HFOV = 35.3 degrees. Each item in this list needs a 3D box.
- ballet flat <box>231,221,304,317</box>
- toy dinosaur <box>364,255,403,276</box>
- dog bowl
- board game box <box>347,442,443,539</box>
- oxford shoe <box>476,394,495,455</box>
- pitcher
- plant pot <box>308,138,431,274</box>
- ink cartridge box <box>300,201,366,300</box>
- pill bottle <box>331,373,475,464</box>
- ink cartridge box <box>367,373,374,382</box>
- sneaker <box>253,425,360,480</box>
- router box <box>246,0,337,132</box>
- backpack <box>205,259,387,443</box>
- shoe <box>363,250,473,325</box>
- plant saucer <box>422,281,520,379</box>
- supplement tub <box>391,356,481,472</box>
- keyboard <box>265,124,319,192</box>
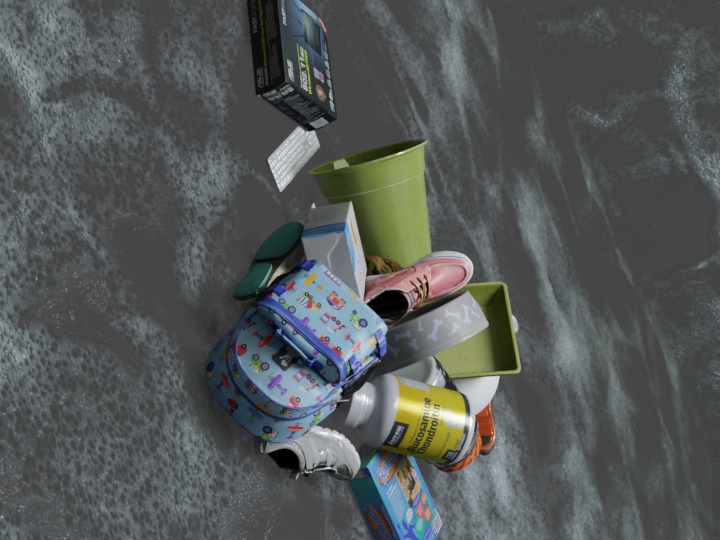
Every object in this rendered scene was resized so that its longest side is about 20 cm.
[{"bbox_3d":[-0.125,0.007,1.593,0.200,0.067,0.062,-57,137,-48],"label":"ballet flat"},{"bbox_3d":[0.000,0.000,1.757,0.060,0.106,0.200,-36,100,-54],"label":"toy dinosaur"},{"bbox_3d":[0.091,0.090,1.672,0.059,0.200,0.200,67,25,-1],"label":"dog bowl"},{"bbox_3d":[0.055,0.354,1.752,0.200,0.045,0.152,67,26,-12],"label":"board game box"},{"bbox_3d":[0.223,0.255,2.158,0.073,0.071,0.201,68,21,-61],"label":"oxford shoe"},{"bbox_3d":[0.177,0.156,2.054,0.121,0.171,0.200,81,30,-55],"label":"pitcher"},{"bbox_3d":[0.036,-0.096,1.837,0.200,0.200,0.190,-37,114,-64],"label":"plant pot"},{"bbox_3d":[-0.035,-0.028,1.647,0.200,0.068,0.115,-84,162,-72],"label":"ink cartridge box"},{"bbox_3d":[0.062,0.218,1.697,0.200,0.112,0.112,16,53,-20],"label":"pill bottle"},{"bbox_3d":[-0.013,0.074,1.792,0.200,0.048,0.146,54,27,-4],"label":"ink cartridge box"},{"bbox_3d":[-0.080,0.249,1.526,0.200,0.075,0.082,35,49,-37],"label":"sneaker"},{"bbox_3d":[-0.110,-0.345,1.822,0.150,0.062,0.201,28,48,-53],"label":"router box"},{"bbox_3d":[-0.089,0.109,1.438,0.183,0.135,0.200,46,54,7],"label":"backpack"},{"bbox_3d":[0.078,0.031,1.671,0.091,0.200,0.072,-116,-168,-69],"label":"shoe"},{"bbox_3d":[0.168,0.116,1.980,0.048,0.199,0.200,87,0,-51],"label":"plant saucer"},{"bbox_3d":[0.116,0.236,1.861,0.200,0.122,0.123,56,30,-34],"label":"supplement tub"},{"bbox_3d":[-0.105,-0.188,1.806,0.056,0.011,0.200,64,27,-18],"label":"keyboard"}]
